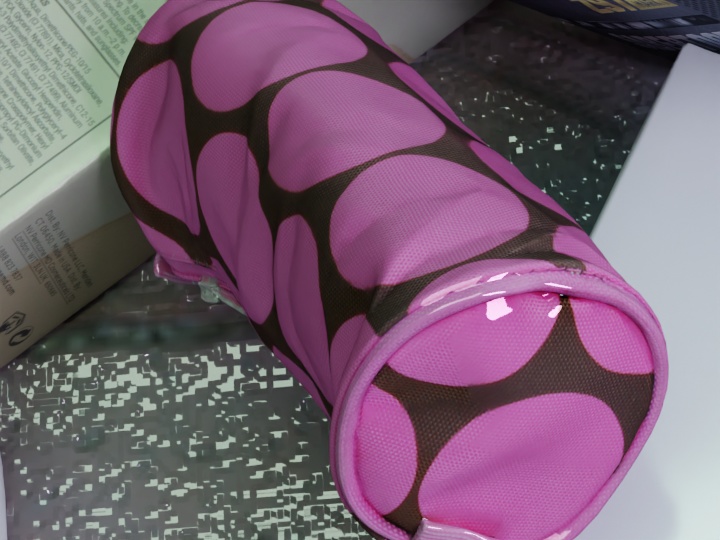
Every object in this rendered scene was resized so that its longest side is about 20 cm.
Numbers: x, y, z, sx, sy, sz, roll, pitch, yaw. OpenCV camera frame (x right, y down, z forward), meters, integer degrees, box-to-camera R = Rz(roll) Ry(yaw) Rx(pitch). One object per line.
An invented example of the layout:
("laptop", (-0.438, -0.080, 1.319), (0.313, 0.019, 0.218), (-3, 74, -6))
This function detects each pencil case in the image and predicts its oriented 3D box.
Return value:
("pencil case", (0.000, 0.000, 0.714), (0.094, 0.091, 0.200), (-60, 29, 12))

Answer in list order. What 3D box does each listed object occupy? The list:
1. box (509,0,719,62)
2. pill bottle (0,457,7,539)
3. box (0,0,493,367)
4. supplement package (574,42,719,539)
("box", (0.101, -0.083, 0.720), (0.157, 0.200, 0.051), (19, 88, -19))
("pill bottle", (-0.205, 0.072, 0.782), (0.199, 0.116, 0.117), (-5, 68, 6))
("box", (-0.061, -0.074, 0.841), (0.200, 0.078, 0.095), (-36, 68, -7))
("supplement package", (0.116, 0.071, 0.743), (0.155, 0.111, 0.200), (22, 72, 15))
